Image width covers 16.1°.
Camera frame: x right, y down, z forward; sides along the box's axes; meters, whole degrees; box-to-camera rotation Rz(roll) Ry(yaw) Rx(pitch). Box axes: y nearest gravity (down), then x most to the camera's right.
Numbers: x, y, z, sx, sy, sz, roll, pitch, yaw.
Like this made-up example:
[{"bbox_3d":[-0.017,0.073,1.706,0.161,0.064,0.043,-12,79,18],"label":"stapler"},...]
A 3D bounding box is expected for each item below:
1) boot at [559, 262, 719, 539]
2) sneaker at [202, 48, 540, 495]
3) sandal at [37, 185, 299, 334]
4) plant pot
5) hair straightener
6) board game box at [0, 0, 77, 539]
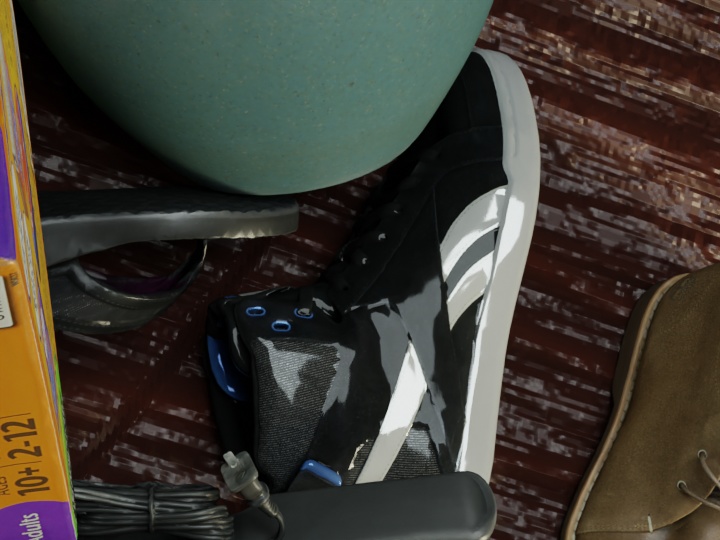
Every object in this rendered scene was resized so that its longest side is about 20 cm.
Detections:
[{"bbox_3d":[0.128,0.088,0.984,0.074,0.075,0.200,17,71,-19],"label":"boot"},{"bbox_3d":[0.000,0.000,0.957,0.112,0.073,0.200,13,72,-20],"label":"sneaker"},{"bbox_3d":[-0.120,0.000,0.920,0.200,0.075,0.048,-8,104,-16],"label":"sandal"},{"bbox_3d":[-0.033,-0.107,0.928,0.200,0.200,0.135,-23,120,-26],"label":"plant pot"},{"bbox_3d":[-0.050,0.084,0.898,0.200,0.077,0.041,2,43,1],"label":"hair straightener"},{"bbox_3d":[-0.197,-0.033,0.731,0.200,0.200,0.200,-7,64,-6],"label":"board game box"}]
